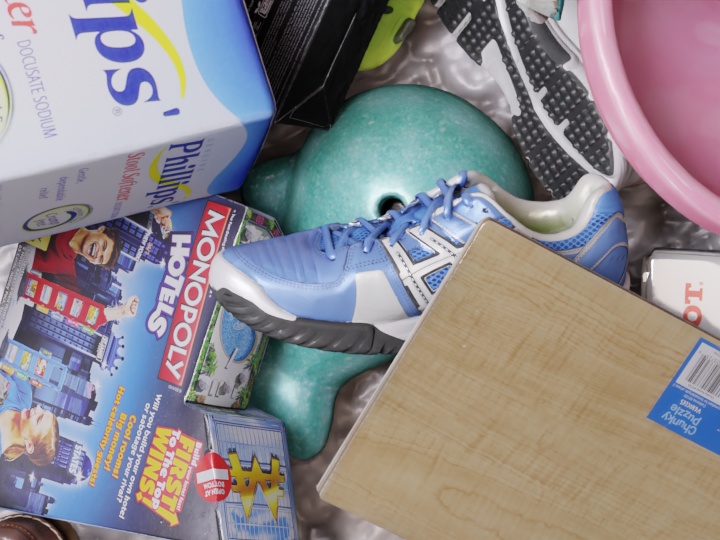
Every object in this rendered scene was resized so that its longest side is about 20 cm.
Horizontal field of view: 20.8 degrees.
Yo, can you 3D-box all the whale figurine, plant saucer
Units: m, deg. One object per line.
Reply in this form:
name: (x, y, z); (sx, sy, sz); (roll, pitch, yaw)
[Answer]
whale figurine: (0.000, 0.000, 0.986); (0.159, 0.104, 0.200); (39, 95, 6)
plant saucer: (0.182, -0.107, 0.944); (0.200, 0.051, 0.202); (7, 75, -27)

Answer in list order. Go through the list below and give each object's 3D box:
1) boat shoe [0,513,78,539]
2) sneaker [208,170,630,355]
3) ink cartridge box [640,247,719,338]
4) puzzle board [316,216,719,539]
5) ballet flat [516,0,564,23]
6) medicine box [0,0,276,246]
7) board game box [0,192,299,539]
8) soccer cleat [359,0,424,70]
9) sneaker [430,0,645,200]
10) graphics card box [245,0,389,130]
boat shoe: (-0.186, 0.229, 1.036); (0.070, 0.070, 0.201); (0, 92, 8)
sneaker: (0.029, -0.008, 0.899); (0.199, 0.076, 0.077); (-2, 114, -14)
ink cartridge box: (0.234, 0.065, 0.962); (0.199, 0.083, 0.147); (4, 92, 8)
puzzle board: (0.101, 0.080, 0.897); (0.199, 0.017, 0.151); (26, 106, -17)
ballet flat: (0.089, -0.192, 0.950); (0.071, 0.072, 0.200); (12, 48, 11)
medicine box: (-0.162, -0.113, 0.882); (0.199, 0.103, 0.183); (-15, 78, -16)
board game box: (-0.101, 0.056, 0.977); (0.199, 0.062, 0.201); (22, 96, 39)
soccer cleat: (-0.005, -0.201, 1.008); (0.064, 0.084, 0.201); (-1, 89, -33)
sneaker: (0.098, -0.124, 0.997); (0.074, 0.080, 0.201); (-41, 68, 49)
graphics card box: (-0.070, -0.170, 0.976); (0.200, 0.051, 0.126); (35, 108, 32)
